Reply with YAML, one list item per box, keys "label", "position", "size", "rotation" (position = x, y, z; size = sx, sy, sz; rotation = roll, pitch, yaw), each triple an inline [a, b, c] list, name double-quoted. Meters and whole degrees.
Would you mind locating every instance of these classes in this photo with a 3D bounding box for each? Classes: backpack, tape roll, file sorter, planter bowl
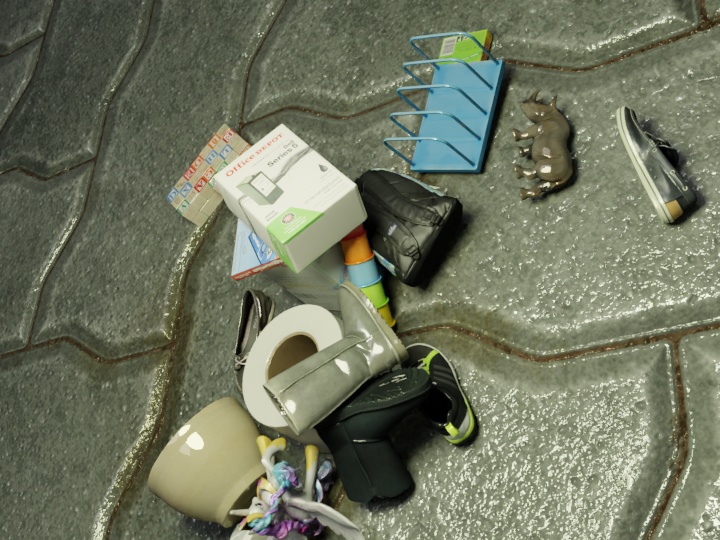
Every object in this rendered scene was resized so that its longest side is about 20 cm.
- label: "backpack"
  position: [0.059, -0.082, 1.600]
  size: [0.199, 0.154, 0.164]
  rotation: [32, 91, 24]
- label: "tape roll"
  position: [-0.069, 0.173, 1.539]
  size: [0.202, 0.139, 0.204]
  rotation: [-19, 54, 29]
- label: "file sorter"
  position: [0.135, -0.280, 1.622]
  size: [0.138, 0.122, 0.202]
  rotation: [5, 75, 40]
- label: "planter bowl"
  position: [-0.223, 0.325, 1.559]
  size: [0.135, 0.200, 0.201]
  rotation: [39, 92, 18]

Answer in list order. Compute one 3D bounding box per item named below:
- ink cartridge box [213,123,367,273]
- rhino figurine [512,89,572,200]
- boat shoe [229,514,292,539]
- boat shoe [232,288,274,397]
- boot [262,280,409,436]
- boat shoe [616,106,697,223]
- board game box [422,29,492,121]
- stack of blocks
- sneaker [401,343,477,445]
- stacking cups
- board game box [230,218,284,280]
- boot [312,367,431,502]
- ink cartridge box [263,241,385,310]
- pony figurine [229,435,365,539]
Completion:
- label: "ink cartridge box"
  position: [-0.110, -0.114, 1.492]
  size: [0.145, 0.084, 0.200]
  rotation: [-39, 54, -13]
- label: "rhino figurine"
  position: [0.288, -0.207, 1.528]
  size: [0.087, 0.060, 0.201]
  rotation: [-9, 57, 19]
- label: "boat shoe"
  position: [-0.181, 0.435, 1.532]
  size: [0.201, 0.072, 0.068]
  rotation: [-57, 44, 9]
- label: "boat shoe"
  position: [-0.202, 0.128, 1.733]
  size: [0.066, 0.057, 0.202]
  rotation: [-12, 58, 34]
- label: "boot"
  position: [-0.052, 0.124, 1.403]
  size: [0.199, 0.073, 0.182]
  rotation: [-34, 49, -7]
- label: "boat shoe"
  position: [0.421, -0.159, 1.385]
  size: [0.062, 0.075, 0.201]
  rotation: [-27, 55, 17]
- label: "board game box"
  position: [0.171, -0.332, 1.724]
  size: [0.095, 0.030, 0.201]
  rotation: [-2, 62, 38]
- label: "stack of blocks"
  position: [-0.301, -0.192, 2.005]
  size: [0.200, 0.058, 0.115]
  rotation: [-51, 45, 3]
- label: "sneaker"
  position: [0.108, 0.170, 1.435]
  size: [0.072, 0.083, 0.200]
  rotation: [-44, 45, 9]
- label: "stacking cups"
  position: [0.000, 0.000, 1.553]
  size: [0.060, 0.202, 0.061]
  rotation: [-17, 14, 4]
- label: "board game box"
  position: [-0.156, -0.084, 1.571]
  size: [0.102, 0.019, 0.201]
  rotation: [-21, 49, 29]
- label: "boot"
  position: [0.040, 0.243, 1.401]
  size: [0.199, 0.169, 0.077]
  rotation: [-22, 20, 17]
- label: "ink cartridge box"
  position: [-0.075, -0.011, 1.610]
  size: [0.144, 0.200, 0.085]
  rotation: [1, 65, 39]
- label: "pony figurine"
  position: [-0.097, 0.351, 1.436]
  size: [0.167, 0.193, 0.200]
  rotation: [-45, 16, 28]
